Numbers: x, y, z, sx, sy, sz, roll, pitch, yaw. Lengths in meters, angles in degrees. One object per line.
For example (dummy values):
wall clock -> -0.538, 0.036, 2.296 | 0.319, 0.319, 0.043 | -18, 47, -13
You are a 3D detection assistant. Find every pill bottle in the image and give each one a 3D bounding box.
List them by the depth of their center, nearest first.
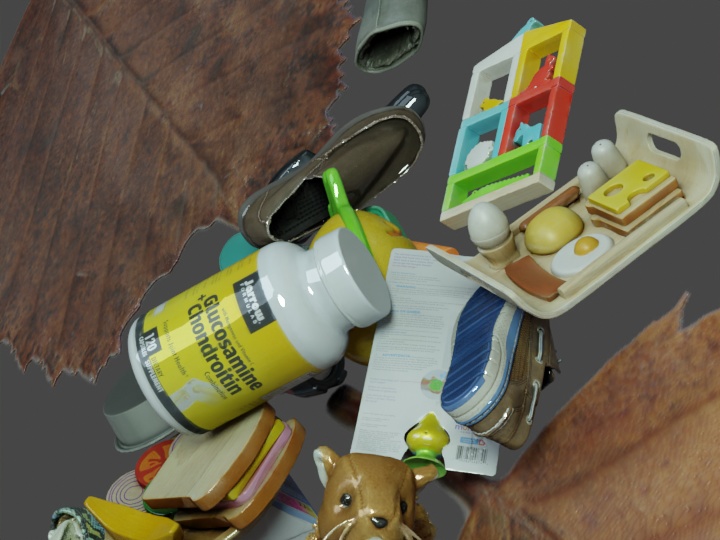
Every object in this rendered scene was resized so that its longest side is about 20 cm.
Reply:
pill bottle -> -0.081, 0.045, 1.532 | 0.200, 0.112, 0.112 | -29, 38, 17

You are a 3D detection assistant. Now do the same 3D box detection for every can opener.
can opener -> -0.007, -0.103, 1.819 | 0.200, 0.079, 0.063 | -41, 25, 14

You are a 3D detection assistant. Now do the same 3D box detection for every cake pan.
cake pan -> -0.162, 0.088, 1.755 | 0.200, 0.037, 0.200 | -36, 16, 12

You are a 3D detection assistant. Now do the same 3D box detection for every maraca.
maraca -> 0.000, 0.000, 1.638 | 0.107, 0.137, 0.200 | -14, 51, -8

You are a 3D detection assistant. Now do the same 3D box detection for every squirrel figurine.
squirrel figurine -> -0.007, 0.216, 1.409 | 0.200, 0.141, 0.187 | -87, 5, -76

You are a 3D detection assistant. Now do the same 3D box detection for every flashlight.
flashlight -> -0.097, 0.096, 1.760 | 0.200, 0.068, 0.068 | -15, 12, 47

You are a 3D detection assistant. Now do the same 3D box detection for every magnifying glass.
magnifying glass -> 0.029, -0.018, 1.721 | 0.200, 0.022, 0.080 | 13, 74, 59

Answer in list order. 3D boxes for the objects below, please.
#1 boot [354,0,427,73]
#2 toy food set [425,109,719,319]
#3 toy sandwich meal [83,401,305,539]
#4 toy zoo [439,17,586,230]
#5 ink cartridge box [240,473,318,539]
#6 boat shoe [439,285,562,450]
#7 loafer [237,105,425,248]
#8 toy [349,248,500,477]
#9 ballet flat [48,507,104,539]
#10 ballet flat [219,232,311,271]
boot -> 0.057, -0.318, 1.903 | 0.182, 0.073, 0.200 | -48, 21, 47
toy food set -> 0.161, -0.050, 1.439 | 0.200, 0.060, 0.143 | -36, 27, -12
toy sandwich meal -> -0.144, 0.173, 1.594 | 0.205, 0.070, 0.205 | -25, 31, 16
toy zoo -> 0.137, -0.141, 1.664 | 0.131, 0.020, 0.200 | -21, 48, 49
ink cartridge box -> -0.125, 0.225, 1.689 | 0.137, 0.076, 0.200 | -56, 27, 6
boat shoe -> 0.113, 0.066, 1.450 | 0.072, 0.072, 0.200 | -33, 19, 35
loafer -> -0.018, -0.078, 1.751 | 0.200, 0.073, 0.071 | -37, 22, -6
toy -> 0.066, 0.079, 1.519 | 0.047, 0.115, 0.200 | 83, -164, -53
ballet flat -> -0.286, 0.316, 1.849 | 0.074, 0.074, 0.200 | -42, 33, 29
ballet flat -> -0.076, 0.007, 1.819 | 0.074, 0.074, 0.200 | -61, 24, -3
